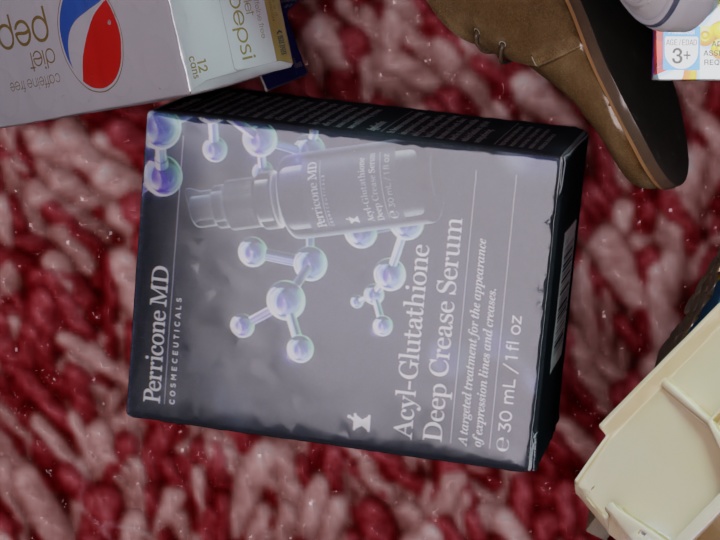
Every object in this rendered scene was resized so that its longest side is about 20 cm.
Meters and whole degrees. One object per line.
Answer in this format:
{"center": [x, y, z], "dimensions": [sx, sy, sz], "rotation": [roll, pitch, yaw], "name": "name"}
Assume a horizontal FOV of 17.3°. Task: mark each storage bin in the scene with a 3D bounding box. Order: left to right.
{"center": [0.229, 0.089, 1.042], "dimensions": [0.199, 0.094, 0.200], "rotation": [-46, 125, 6], "name": "storage bin"}

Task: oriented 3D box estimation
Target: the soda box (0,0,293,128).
{"center": [-0.119, -0.110, 1.101], "dimensions": [0.199, 0.063, 0.069], "rotation": [-4, 102, 52], "name": "soda box"}

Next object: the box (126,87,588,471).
{"center": [0.000, 0.000, 1.128], "dimensions": [0.198, 0.107, 0.150], "rotation": [7, 101, 11], "name": "box"}

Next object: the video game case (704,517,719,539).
{"center": [0.209, 0.099, 1.107], "dimensions": [0.142, 0.019, 0.201], "rotation": [24, 105, -32], "name": "video game case"}

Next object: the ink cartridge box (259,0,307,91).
{"center": [-0.057, -0.187, 1.114], "dimensions": [0.037, 0.095, 0.202], "rotation": [-17, 96, 13], "name": "ink cartridge box"}

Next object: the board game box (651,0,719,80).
{"center": [0.186, -0.189, 1.061], "dimensions": [0.102, 0.105, 0.202], "rotation": [2, 99, 12], "name": "board game box"}

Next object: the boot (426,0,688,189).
{"center": [0.086, -0.117, 1.117], "dimensions": [0.075, 0.074, 0.201], "rotation": [-33, 83, 24], "name": "boot"}

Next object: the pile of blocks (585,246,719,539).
{"center": [0.178, 0.047, 1.114], "dimensions": [0.062, 0.082, 0.201], "rotation": [25, 105, -5], "name": "pile of blocks"}

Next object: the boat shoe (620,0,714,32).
{"center": [0.090, -0.185, 1.022], "dimensions": [0.201, 0.065, 0.074], "rotation": [67, 147, 29], "name": "boat shoe"}
